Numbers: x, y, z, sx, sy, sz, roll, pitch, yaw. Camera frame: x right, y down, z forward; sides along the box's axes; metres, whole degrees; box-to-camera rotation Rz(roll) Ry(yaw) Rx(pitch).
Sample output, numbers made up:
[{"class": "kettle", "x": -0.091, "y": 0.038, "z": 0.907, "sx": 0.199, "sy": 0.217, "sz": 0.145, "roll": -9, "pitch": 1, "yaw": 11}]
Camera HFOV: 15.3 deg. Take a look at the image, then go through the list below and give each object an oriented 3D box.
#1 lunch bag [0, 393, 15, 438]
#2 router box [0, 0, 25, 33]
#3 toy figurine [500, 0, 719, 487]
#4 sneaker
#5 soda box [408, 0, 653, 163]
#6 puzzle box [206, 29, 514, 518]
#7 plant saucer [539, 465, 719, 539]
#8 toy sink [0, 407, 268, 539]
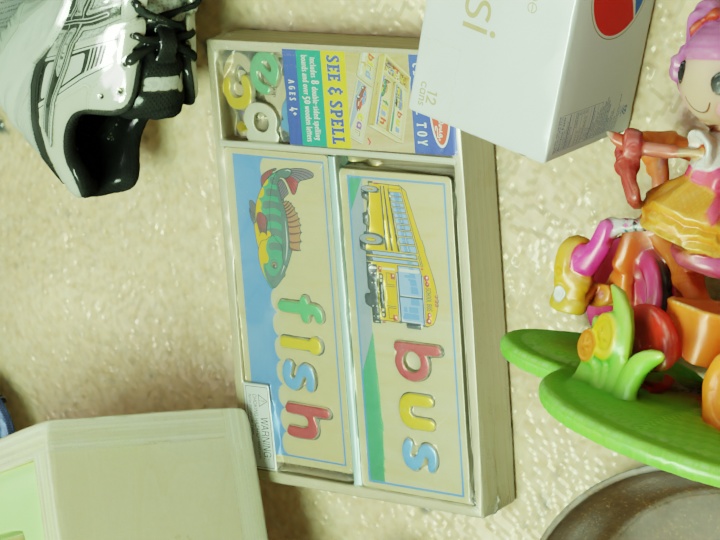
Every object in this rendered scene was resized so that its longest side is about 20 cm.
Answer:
[{"class": "lunch bag", "x": -0.256, "y": 0.097, "z": 1.335, "sx": 0.160, "sy": 0.075, "sz": 0.201, "roll": 41, "pitch": 126, "yaw": 23}, {"class": "router box", "x": -0.216, "y": -0.106, "z": 1.147, "sx": 0.049, "sy": 0.200, "sz": 0.180, "roll": 48, "pitch": 127, "yaw": 14}, {"class": "toy figurine", "x": 0.144, "y": -0.031, "z": 0.976, "sx": 0.200, "sy": 0.150, "sz": 0.185, "roll": 28, "pitch": 108, "yaw": 56}, {"class": "sneaker", "x": -0.089, "y": -0.111, "z": 1.134, "sx": 0.088, "sy": 0.075, "sz": 0.200, "roll": 58, "pitch": 141, "yaw": 24}, {"class": "soda box", "x": 0.076, "y": -0.148, "z": 1.007, "sx": 0.068, "sy": 0.064, "sz": 0.201, "roll": 24, "pitch": 117, "yaw": 30}, {"class": "puzzle box", "x": 0.000, "y": 0.000, "z": 1.137, "sx": 0.133, "sy": 0.025, "sz": 0.201, "roll": 5, "pitch": 107, "yaw": 36}, {"class": "plant saucer", "x": 0.151, "y": 0.168, "z": 1.068, "sx": 0.200, "sy": 0.034, "sz": 0.201, "roll": 13, "pitch": 113, "yaw": 34}, {"class": "toy sink", "x": -0.114, "y": 0.172, "z": 1.176, "sx": 0.130, "sy": 0.112, "sz": 0.201, "roll": -21, "pitch": 75, "yaw": 53}]
